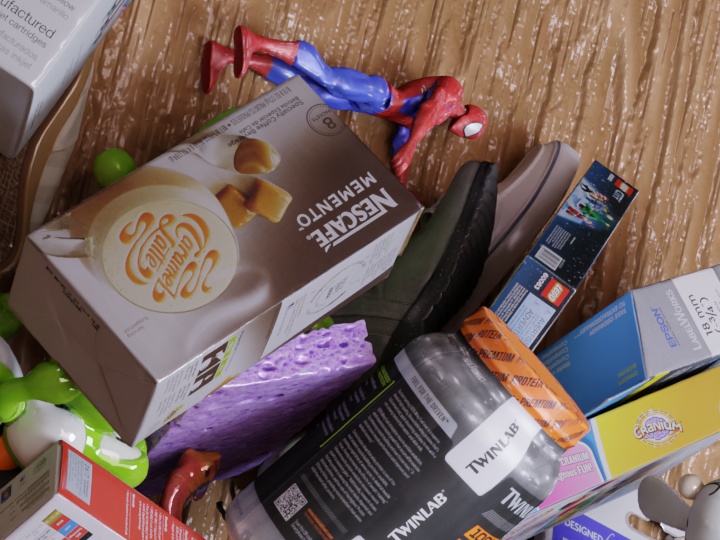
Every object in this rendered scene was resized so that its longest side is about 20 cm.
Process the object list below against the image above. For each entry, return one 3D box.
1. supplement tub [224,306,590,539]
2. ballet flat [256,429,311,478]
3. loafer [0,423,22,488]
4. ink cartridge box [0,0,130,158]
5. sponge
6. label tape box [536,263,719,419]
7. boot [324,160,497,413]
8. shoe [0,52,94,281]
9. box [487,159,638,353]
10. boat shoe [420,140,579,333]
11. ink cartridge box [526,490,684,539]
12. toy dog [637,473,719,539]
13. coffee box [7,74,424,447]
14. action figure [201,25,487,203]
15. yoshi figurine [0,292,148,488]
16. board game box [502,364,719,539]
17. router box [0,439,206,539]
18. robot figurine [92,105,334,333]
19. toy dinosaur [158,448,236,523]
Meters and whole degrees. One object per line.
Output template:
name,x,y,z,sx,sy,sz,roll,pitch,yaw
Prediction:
supplement tub,0.029,0.122,1.580,0.200,0.123,0.123,-42,114,7
ballet flat,0.024,0.114,1.756,0.200,0.062,0.068,-27,129,-28
loafer,-0.215,0.110,1.606,0.068,0.070,0.201,-35,107,-26
ink cartridge box,-0.194,-0.198,1.548,0.145,0.145,0.200,34,71,-2
sponge,-0.080,0.086,1.622,0.111,0.200,0.030,-10,72,-30
label tape box,0.166,0.062,1.770,0.200,0.144,0.063,-16,74,-45
boot,0.000,0.000,1.711,0.070,0.131,0.200,75,38,-61
shoe,-0.206,-0.082,1.626,0.070,0.053,0.200,15,75,3
box,0.106,0.020,1.715,0.038,0.200,0.137,35,116,3
boat shoe,0.070,-0.023,1.781,0.065,0.074,0.200,42,63,-6
ink cartridge box,0.185,0.248,1.859,0.198,0.043,0.200,30,54,-29
toy dog,0.169,0.183,1.735,0.096,0.132,0.200,41,110,5
coffee box,-0.079,-0.007,1.503,0.200,0.080,0.114,-32,72,-31
action figure,-0.003,-0.089,1.738,0.200,0.065,0.099,8,78,-31
yoshi figurine,-0.196,0.050,1.541,0.200,0.112,0.113,28,52,-21
board game box,0.137,0.130,1.740,0.200,0.153,0.040,-20,77,-34
router box,-0.174,0.215,1.577,0.200,0.049,0.179,-40,119,22
robot figurine,-0.081,-0.020,1.632,0.175,0.116,0.200,39,53,6
toy dinosaur,-0.074,0.190,1.646,0.105,0.200,0.182,-41,156,-12
